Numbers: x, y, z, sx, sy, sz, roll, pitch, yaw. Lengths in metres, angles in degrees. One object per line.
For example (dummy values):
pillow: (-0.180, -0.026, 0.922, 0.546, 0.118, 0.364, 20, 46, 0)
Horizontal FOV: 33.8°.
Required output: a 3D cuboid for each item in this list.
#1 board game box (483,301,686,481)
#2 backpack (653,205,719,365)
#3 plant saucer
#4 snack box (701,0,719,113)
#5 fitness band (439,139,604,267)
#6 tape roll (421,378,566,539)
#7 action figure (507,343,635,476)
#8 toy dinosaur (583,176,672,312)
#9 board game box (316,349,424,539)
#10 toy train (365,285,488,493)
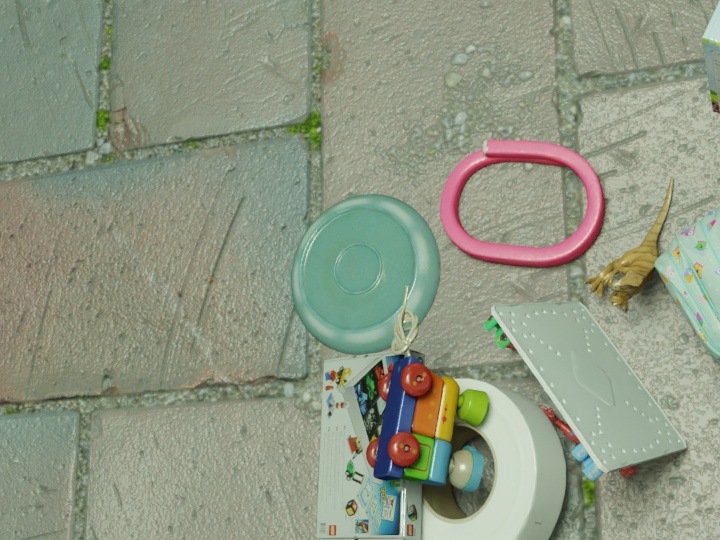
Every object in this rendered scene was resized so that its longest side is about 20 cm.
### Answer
board game box: (0.235, 0.120, 1.235, 0.026, 0.198, 0.201, -47, 63, 28)
backpack: (0.398, 0.029, 1.218, 0.126, 0.166, 0.202, -35, 60, 14)
plant saucer: (0.000, 0.000, 1.450, 0.197, 0.027, 0.204, -6, 73, 20)
snack box: (0.430, -0.268, 1.256, 0.067, 0.200, 0.171, 24, 86, 25)
fitness band: (0.188, -0.079, 1.391, 0.197, 0.037, 0.146, 6, 79, 24)
tape roll: (0.122, 0.223, 1.288, 0.200, 0.070, 0.206, -12, 70, 35)
action figure: (0.236, 0.143, 1.305, 0.065, 0.052, 0.201, -43, 68, 14)
toy dinosaur: (0.307, -0.009, 1.301, 0.060, 0.200, 0.106, 42, 128, -5)
board game box: (0.010, 0.195, 1.308, 0.125, 0.034, 0.204, -10, 71, 39)
toy train: (0.083, 0.126, 1.235, 0.114, 0.085, 0.204, 16, 73, -16)
